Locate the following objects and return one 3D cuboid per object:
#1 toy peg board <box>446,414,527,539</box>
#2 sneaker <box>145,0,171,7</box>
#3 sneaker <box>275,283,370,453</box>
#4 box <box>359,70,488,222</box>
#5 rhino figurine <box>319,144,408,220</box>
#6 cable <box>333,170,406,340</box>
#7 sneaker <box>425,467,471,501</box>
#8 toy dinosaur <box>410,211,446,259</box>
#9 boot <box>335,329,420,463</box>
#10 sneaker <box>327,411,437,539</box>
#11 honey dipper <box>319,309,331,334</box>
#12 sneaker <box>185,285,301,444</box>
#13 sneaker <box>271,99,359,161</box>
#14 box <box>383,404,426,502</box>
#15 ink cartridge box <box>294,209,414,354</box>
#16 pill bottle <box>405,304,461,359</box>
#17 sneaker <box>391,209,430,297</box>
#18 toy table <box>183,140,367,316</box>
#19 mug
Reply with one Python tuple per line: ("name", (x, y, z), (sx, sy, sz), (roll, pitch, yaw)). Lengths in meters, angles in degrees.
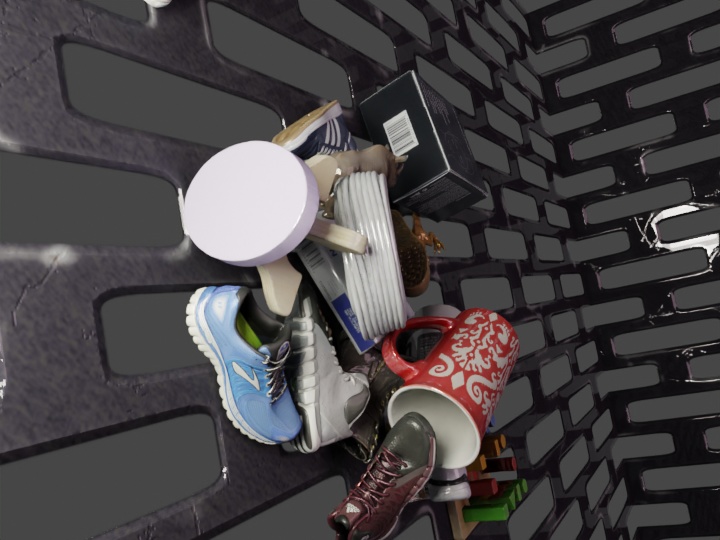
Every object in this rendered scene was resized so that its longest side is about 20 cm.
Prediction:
("toy peg board", (0.225, 0.352, 1.328), (0.199, 0.096, 0.204), (-8, 85, -63))
("sneaker", (-0.239, -0.395, 0.783), (0.202, 0.080, 0.075), (60, 31, -30))
("sneaker", (-0.042, 0.116, 0.911), (0.114, 0.074, 0.205), (-3, 89, -37))
("box", (0.117, -0.216, 1.312), (0.195, 0.122, 0.204), (13, 55, -59))
("rhino figurine", (0.009, -0.138, 1.052), (0.198, 0.059, 0.089), (-22, 130, -49))
("cable", (0.014, -0.020, 0.895), (0.200, 0.068, 0.205), (-85, 165, -82))
("sneaker", (0.127, 0.291, 1.123), (0.200, 0.073, 0.118), (92, -6, -76))
("toy dinosaur", (0.106, -0.062, 1.326), (0.106, 0.059, 0.204), (36, 47, -50))
("boot", (0.021, 0.188, 1.010), (0.198, 0.069, 0.176), (32, 43, -15))
("sneaker", (0.022, 0.277, 0.913), (0.114, 0.075, 0.203), (-7, 124, -53))
("honey dipper", (-0.097, 0.007, 0.930), (0.202, 0.037, 0.038), (62, 30, -22))
("sneaker", (-0.111, 0.106, 0.796), (0.203, 0.088, 0.079), (65, 30, -21))
("sneaker", (-0.055, -0.171, 1.052), (0.110, 0.069, 0.200), (66, 26, -17))
("box", (0.062, 0.246, 1.110), (0.038, 0.041, 0.205), (-1, 77, -25))
("ink cartridge box", (0.000, 0.000, 1.052), (0.202, 0.040, 0.199), (58, 27, 2))
("pill bottle", (0.129, 0.165, 1.204), (0.113, 0.111, 0.203), (49, 35, -42))
("sneaker", (0.077, -0.010, 1.189), (0.202, 0.066, 0.091), (-110, 177, -49))
("toy table", (-0.090, -0.054, 0.786), (0.116, 0.198, 0.187), (25, 91, -47))
("mug", (0.131, 0.132, 0.993), (0.200, 0.131, 0.180), (-46, 120, -46))
